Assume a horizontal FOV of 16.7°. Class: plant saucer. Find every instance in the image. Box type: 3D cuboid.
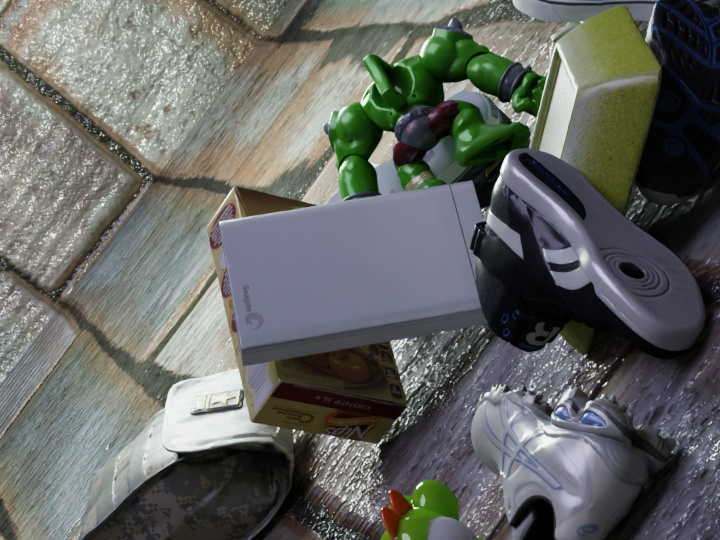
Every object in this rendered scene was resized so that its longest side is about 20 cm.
[{"bbox_3d":[0.146,-0.070,1.674,0.200,0.048,0.201,-96,18,-71],"label":"plant saucer"}]

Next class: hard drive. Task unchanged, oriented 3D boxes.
[{"bbox_3d":[0.000,0.000,1.843,0.027,0.199,0.132,84,175,-48],"label":"hard drive"}]

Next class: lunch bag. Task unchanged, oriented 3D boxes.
[{"bbox_3d":[-0.134,0.169,2.046,0.200,0.118,0.164,-43,15,13],"label":"lunch bag"}]

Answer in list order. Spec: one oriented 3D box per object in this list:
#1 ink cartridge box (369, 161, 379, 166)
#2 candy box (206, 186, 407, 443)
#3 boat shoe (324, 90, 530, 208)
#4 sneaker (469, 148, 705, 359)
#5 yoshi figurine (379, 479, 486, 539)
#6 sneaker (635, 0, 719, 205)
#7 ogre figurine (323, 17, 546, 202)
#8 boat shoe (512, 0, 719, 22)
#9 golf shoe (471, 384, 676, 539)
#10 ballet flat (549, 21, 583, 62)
[{"bbox_3d":[0.012,-0.048,2.293,0.095,0.037,0.200,-53,16,0],"label":"ink cartridge box"},{"bbox_3d":[-0.043,0.034,1.906,0.055,0.115,0.201,-51,39,37],"label":"candy box"},{"bbox_3d":[0.053,-0.058,2.025,0.200,0.091,0.071,-40,54,14],"label":"boat shoe"},{"bbox_3d":[0.140,0.021,1.549,0.200,0.073,0.112,53,132,44],"label":"sneaker"},{"bbox_3d":[0.058,0.208,1.392,0.201,0.112,0.113,-94,1,-50],"label":"yoshi figurine"},{"bbox_3d":[0.219,-0.104,1.689,0.201,0.075,0.077,-71,-3,-49],"label":"sneaker"},{"bbox_3d":[0.052,-0.115,1.929,0.098,0.120,0.200,1,-40,-48],"label":"ogre figurine"},{"bbox_3d":[0.197,-0.233,1.897,0.199,0.064,0.071,6,34,41],"label":"boat shoe"},{"bbox_3d":[0.103,0.123,1.451,0.098,0.078,0.200,-61,14,-12],"label":"golf shoe"},{"bbox_3d":[0.181,-0.169,1.924,0.072,0.072,0.200,-49,13,13],"label":"ballet flat"}]
